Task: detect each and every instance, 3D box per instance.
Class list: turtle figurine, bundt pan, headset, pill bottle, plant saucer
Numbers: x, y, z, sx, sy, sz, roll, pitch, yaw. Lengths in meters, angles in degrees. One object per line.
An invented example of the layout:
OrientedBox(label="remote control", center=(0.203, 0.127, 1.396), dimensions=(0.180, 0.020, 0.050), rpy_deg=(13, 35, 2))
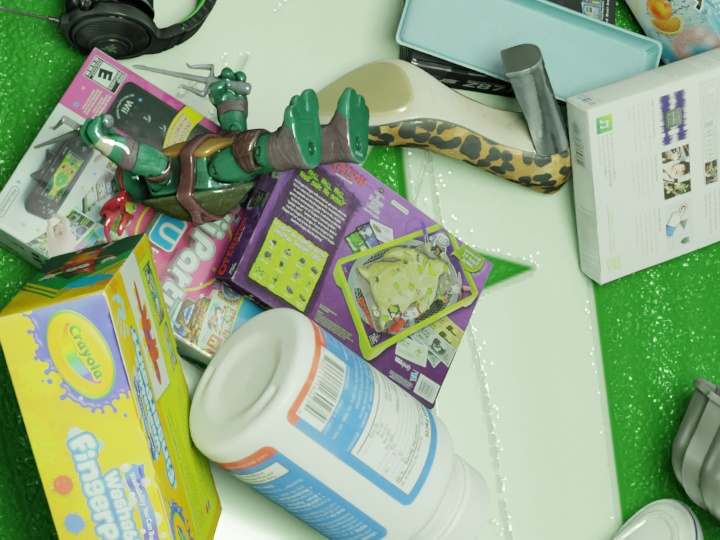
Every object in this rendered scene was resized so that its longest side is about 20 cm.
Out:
OrientedBox(label="turtle figurine", center=(-0.102, -0.081, 1.102), dimensions=(0.150, 0.199, 0.101), rpy_deg=(-45, 126, -55))
OrientedBox(label="bundt pan", center=(0.303, 0.160, 1.192), dimensions=(0.201, 0.202, 0.076), rpy_deg=(30, 97, -7))
OrientedBox(label="headset", center=(-0.186, -0.209, 1.183), dimensions=(0.199, 0.094, 0.124), rpy_deg=(-23, 81, -30))
OrientedBox(label="pill bottle", center=(-0.008, 0.121, 1.131), dimensions=(0.200, 0.112, 0.113), rpy_deg=(39, 71, -30))
OrientedBox(label="plant saucer", center=(0.124, -0.166, 1.247), dimensions=(0.199, 0.019, 0.070), rpy_deg=(18, 79, -10))

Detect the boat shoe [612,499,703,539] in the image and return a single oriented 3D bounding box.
OrientedBox(label="boat shoe", center=(0.165, 0.236, 1.177), dimensions=(0.074, 0.086, 0.202), rpy_deg=(28, 75, 39))

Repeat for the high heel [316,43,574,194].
OrientedBox(label="high heel", center=(0.056, -0.090, 1.251), dimensions=(0.198, 0.143, 0.072), rpy_deg=(-9, 49, 16))

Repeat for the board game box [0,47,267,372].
OrientedBox(label="board game box", center=(-0.139, -0.037, 1.180), dimensions=(0.199, 0.064, 0.148), rpy_deg=(32, 73, -7))

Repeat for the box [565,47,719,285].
OrientedBox(label="box", center=(0.250, -0.087, 1.262), dimensions=(0.199, 0.036, 0.145), rpy_deg=(-18, 120, -17))

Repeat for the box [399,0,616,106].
OrientedBox(label="box", center=(0.116, -0.234, 1.290), dimensions=(0.160, 0.049, 0.202), rpy_deg=(8, 79, -12))

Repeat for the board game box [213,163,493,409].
OrientedBox(label="board game box", center=(0.000, 0.000, 1.181), dimensions=(0.200, 0.032, 0.121), rpy_deg=(35, 76, -33))

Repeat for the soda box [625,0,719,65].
OrientedBox(label="soda box", center=(0.225, -0.244, 1.273), dimensions=(0.200, 0.063, 0.068), rpy_deg=(53, 55, -20))

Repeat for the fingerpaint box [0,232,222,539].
OrientedBox(label="fingerpaint box", center=(-0.153, 0.096, 1.062), dimensions=(0.073, 0.167, 0.202), rpy_deg=(-13, 103, 4))
